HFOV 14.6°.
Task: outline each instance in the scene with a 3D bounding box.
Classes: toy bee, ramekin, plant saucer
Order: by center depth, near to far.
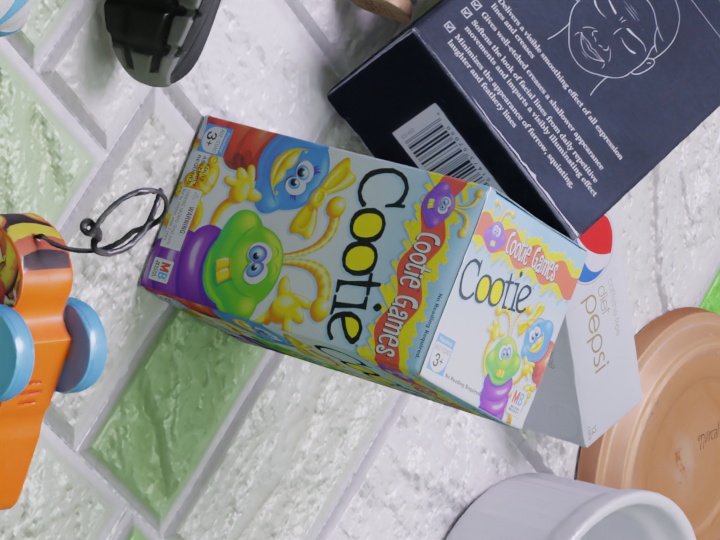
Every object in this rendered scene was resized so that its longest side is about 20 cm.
[{"bbox_3d":[-0.170,0.016,1.389,0.200,0.109,0.131,-49,150,8],"label":"toy bee"},{"bbox_3d":[0.124,0.226,1.802,0.200,0.097,0.202,-19,116,-45],"label":"ramekin"},{"bbox_3d":[0.219,0.126,1.937,0.200,0.032,0.202,-21,118,-46],"label":"plant saucer"}]

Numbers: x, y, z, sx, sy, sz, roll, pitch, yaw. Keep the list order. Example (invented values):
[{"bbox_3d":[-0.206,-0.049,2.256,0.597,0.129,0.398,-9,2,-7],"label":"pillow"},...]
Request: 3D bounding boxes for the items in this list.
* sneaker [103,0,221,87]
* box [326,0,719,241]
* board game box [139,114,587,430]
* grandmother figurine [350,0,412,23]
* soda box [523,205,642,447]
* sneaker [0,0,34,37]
[{"bbox_3d":[-0.071,-0.188,1.445,0.079,0.075,0.201,14,91,-54],"label":"sneaker"},{"bbox_3d":[0.108,-0.110,1.613,0.200,0.107,0.149,-40,94,-34],"label":"box"},{"bbox_3d":[0.000,0.000,1.493,0.105,0.199,0.104,30,79,-50],"label":"board game box"},{"bbox_3d":[0.049,-0.240,1.588,0.201,0.060,0.121,-63,149,-10],"label":"grandmother figurine"},{"bbox_3d":[0.120,0.005,1.746,0.064,0.068,0.201,-36,128,-37],"label":"soda box"},{"bbox_3d":[-0.150,-0.207,1.352,0.201,0.076,0.081,-58,147,-11],"label":"sneaker"}]
